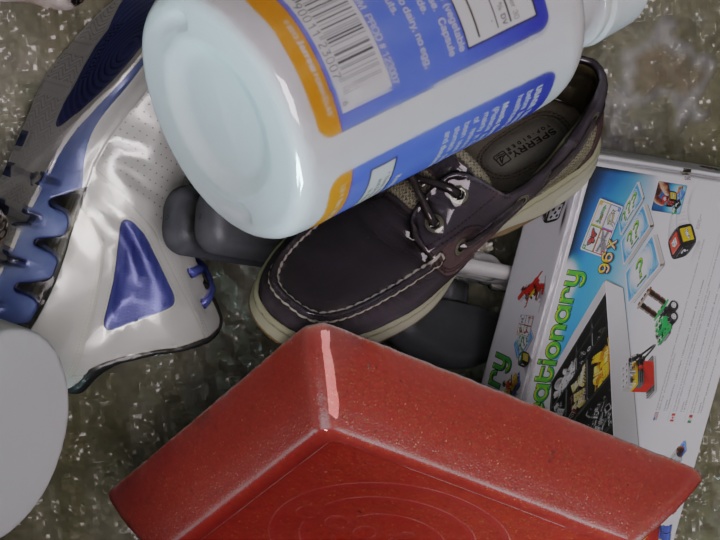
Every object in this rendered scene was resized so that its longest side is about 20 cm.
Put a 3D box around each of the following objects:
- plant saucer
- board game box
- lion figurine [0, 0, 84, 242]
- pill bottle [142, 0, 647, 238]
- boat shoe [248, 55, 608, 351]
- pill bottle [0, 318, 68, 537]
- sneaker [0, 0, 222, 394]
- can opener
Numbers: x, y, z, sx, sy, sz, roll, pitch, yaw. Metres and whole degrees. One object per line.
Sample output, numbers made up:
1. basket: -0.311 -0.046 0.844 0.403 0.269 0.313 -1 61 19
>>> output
1. plant saucer: 0.015 0.110 1.246 0.199 0.200 0.037 22 54 -22
2. board game box: 0.119 0.043 1.345 0.126 0.035 0.200 7 102 -38
3. lion figurine: -0.193 -0.101 1.226 0.122 0.072 0.200 15 76 27
4. pill bottle: 0.020 -0.101 1.157 0.200 0.112 0.112 -28 107 -29
5. boat shoe: 0.033 -0.035 1.213 0.200 0.065 0.072 -32 63 -31
6. pill bottle: -0.232 0.047 1.216 0.200 0.114 0.114 16 102 30
7. sneaker: -0.106 -0.026 1.300 0.115 0.081 0.200 32 88 -29
8. can opener: 0.000 0.000 1.293 0.200 0.053 0.067 15 78 -37
